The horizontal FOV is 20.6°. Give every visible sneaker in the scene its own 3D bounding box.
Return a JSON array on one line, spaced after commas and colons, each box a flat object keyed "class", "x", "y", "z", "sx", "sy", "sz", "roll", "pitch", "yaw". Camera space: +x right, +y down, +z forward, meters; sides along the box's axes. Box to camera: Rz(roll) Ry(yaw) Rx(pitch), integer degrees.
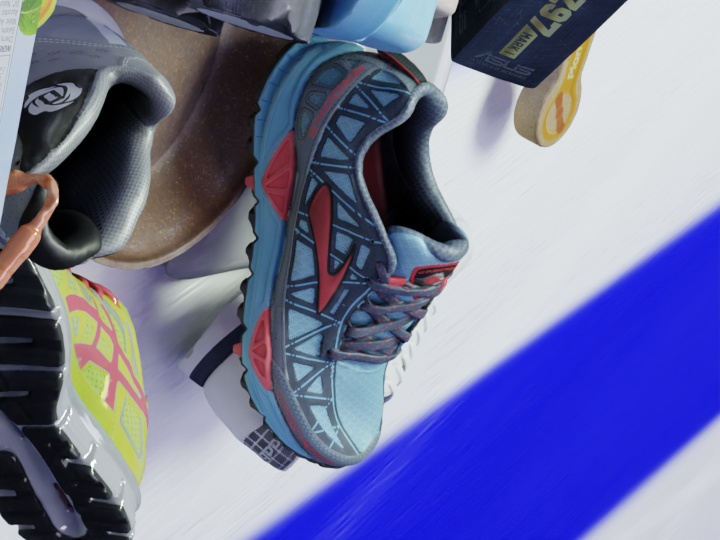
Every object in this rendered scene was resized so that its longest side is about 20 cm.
[{"class": "sneaker", "x": 0.000, "y": 0.000, "z": 0.885, "sx": 0.079, "sy": 0.095, "sz": 0.200, "roll": -23, "pitch": 118, "yaw": -50}, {"class": "sneaker", "x": -0.003, "y": 0.032, "z": 1.014, "sx": 0.200, "sy": 0.081, "sz": 0.076, "roll": -32, "pitch": 164, "yaw": -40}, {"class": "sneaker", "x": -0.146, "y": -0.015, "z": 0.672, "sx": 0.200, "sy": 0.115, "sz": 0.075, "roll": -43, "pitch": 128, "yaw": -9}, {"class": "sneaker", "x": -0.136, "y": 0.026, "z": 0.823, "sx": 0.090, "sy": 0.078, "sz": 0.200, "roll": -73, "pitch": 158, "yaw": -43}]

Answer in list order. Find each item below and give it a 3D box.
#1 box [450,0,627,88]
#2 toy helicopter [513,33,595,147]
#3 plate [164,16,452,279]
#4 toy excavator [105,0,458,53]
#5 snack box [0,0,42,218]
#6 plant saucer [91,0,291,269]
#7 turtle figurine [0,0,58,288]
[{"class": "box", "x": 0.099, "y": -0.206, "z": 0.893, "sx": 0.158, "sy": 0.051, "sz": 0.200, "roll": 134, "pitch": -36, "yaw": -52}, {"class": "toy helicopter", "x": 0.124, "y": -0.162, "z": 1.121, "sx": 0.132, "sy": 0.079, "sz": 0.200, "roll": -19, "pitch": 130, "yaw": -54}, {"class": "plate", "x": -0.007, "y": -0.090, "z": 0.990, "sx": 0.199, "sy": 0.032, "sz": 0.200, "roll": -8, "pitch": 118, "yaw": -59}, {"class": "toy excavator", "x": -0.004, "y": -0.126, "z": 0.801, "sx": 0.200, "sy": 0.194, "sz": 0.100, "roll": 17, "pitch": 90, "yaw": -35}, {"class": "snack box", "x": -0.177, "y": -0.060, "z": 0.569, "sx": 0.068, "sy": 0.168, "sz": 0.200, "roll": -14, "pitch": 122, "yaw": -54}, {"class": "plant saucer", "x": -0.087, "y": -0.101, "z": 0.824, "sx": 0.200, "sy": 0.037, "sz": 0.201, "roll": -38, "pitch": 136, "yaw": -48}, {"class": "turtle figurine", "x": -0.139, "y": -0.087, "z": 0.622, "sx": 0.064, "sy": 0.161, "sz": 0.200, "roll": 9, "pitch": 98, "yaw": -38}]
